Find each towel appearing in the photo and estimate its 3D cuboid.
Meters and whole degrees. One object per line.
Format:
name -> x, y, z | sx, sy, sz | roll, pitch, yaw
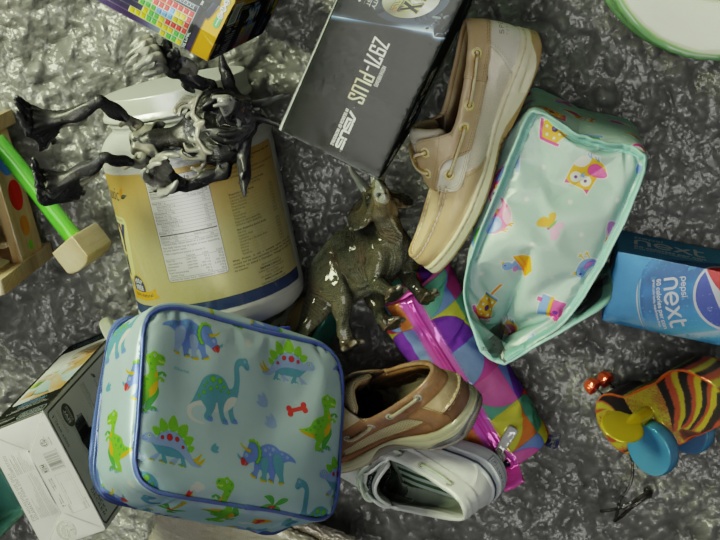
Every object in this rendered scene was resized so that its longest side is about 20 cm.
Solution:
towel -> -0.097, 0.258, 1.355 | 0.199, 0.035, 0.133 | 21, 132, 4

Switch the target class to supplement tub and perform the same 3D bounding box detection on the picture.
supplement tub -> -0.134, -0.059, 1.233 | 0.144, 0.144, 0.201 | -9, 105, 12

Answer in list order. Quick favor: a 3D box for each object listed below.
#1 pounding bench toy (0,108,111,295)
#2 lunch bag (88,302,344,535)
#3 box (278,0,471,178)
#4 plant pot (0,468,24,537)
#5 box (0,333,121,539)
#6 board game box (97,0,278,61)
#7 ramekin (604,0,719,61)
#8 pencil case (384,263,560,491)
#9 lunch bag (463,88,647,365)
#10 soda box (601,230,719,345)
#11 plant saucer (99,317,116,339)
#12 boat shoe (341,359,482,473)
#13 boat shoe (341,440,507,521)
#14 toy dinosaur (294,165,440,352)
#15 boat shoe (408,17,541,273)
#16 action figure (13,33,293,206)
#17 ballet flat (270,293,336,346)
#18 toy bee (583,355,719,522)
pounding bench toy -> -0.327, -0.066, 1.273 | 0.199, 0.124, 0.157 | -10, 104, 12
lunch bag -> -0.106, 0.114, 1.149 | 0.082, 0.200, 0.161 | -22, 60, 47
box -> 0.025, -0.180, 1.141 | 0.086, 0.200, 0.164 | 26, 109, 1
plant pot -> -0.453, 0.231, 1.378 | 0.200, 0.141, 0.142 | -25, 101, 22
box -> -0.237, 0.140, 1.281 | 0.060, 0.200, 0.117 | -21, 104, 16
board game box -> -0.157, -0.235, 1.154 | 0.165, 0.200, 0.057 | 28, 106, 1
ramekin -> 0.273, -0.255, 1.131 | 0.199, 0.098, 0.201 | 3, 107, 9
pencil case -> 0.088, 0.087, 1.272 | 0.088, 0.088, 0.200 | -30, 98, 16
lunch bag -> 0.148, -0.030, 1.180 | 0.122, 0.170, 0.201 | 19, 103, 3
soda box -> 0.304, 0.023, 1.225 | 0.199, 0.068, 0.064 | 11, 108, 6
plant saucer -> -0.146, 0.110, 1.270 | 0.050, 0.200, 0.200 | -37, 98, -5
boat shoe -> 0.006, 0.114, 1.234 | 0.200, 0.076, 0.072 | -20, 127, 34
boat shoe -> 0.027, 0.169, 1.272 | 0.200, 0.067, 0.074 | 1, 117, 41
toy dinosaur -> 0.000, 0.000, 1.216 | 0.200, 0.077, 0.102 | -50, 58, 42
boat shoe -> 0.070, -0.098, 1.129 | 0.069, 0.074, 0.201 | 18, 102, -13
action figure -> -0.150, -0.105, 1.101 | 0.199, 0.102, 0.119 | -12, 80, 1
ballet flat -> -0.067, 0.083, 1.308 | 0.063, 0.069, 0.201 | 26, 108, 16
toy bee -> 0.236, 0.123, 1.247 | 0.200, 0.131, 0.109 | -46, 71, 29
